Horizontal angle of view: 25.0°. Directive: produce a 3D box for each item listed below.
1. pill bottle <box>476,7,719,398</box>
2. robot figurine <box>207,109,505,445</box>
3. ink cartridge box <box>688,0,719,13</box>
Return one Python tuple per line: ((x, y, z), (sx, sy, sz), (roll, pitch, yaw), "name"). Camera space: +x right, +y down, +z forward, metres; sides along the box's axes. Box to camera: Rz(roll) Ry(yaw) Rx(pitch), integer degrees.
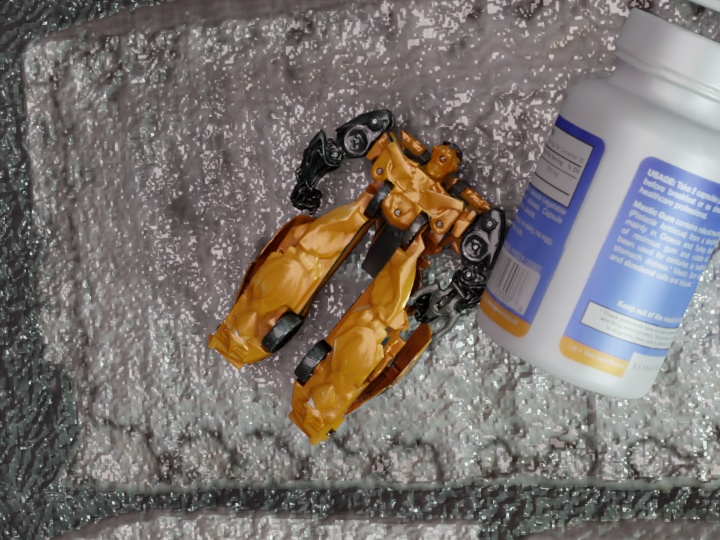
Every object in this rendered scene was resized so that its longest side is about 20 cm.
((0.152, -0.039, 0.921), (0.111, 0.112, 0.202), (26, 102, 14), "pill bottle")
((0.000, 0.000, 1.002), (0.145, 0.058, 0.200), (42, 106, 10), "robot figurine")
((0.262, -0.221, 0.868), (0.161, 0.057, 0.202), (23, 118, 15), "ink cartridge box")
